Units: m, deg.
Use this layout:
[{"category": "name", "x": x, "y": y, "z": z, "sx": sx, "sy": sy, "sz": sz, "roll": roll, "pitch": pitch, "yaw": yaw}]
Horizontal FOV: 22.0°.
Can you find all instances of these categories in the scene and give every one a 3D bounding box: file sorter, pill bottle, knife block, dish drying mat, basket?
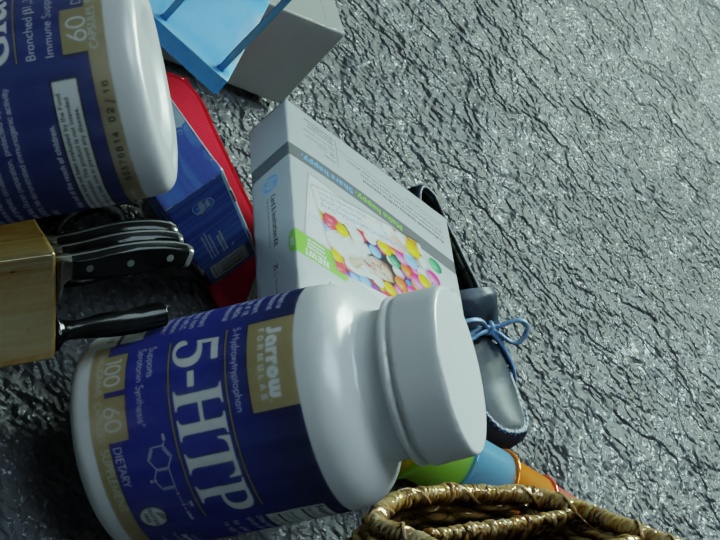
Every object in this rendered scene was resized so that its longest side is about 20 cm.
[{"category": "file sorter", "x": -0.113, "y": -0.241, "z": 1.141, "sx": 0.200, "sy": 0.123, "sz": 0.139, "roll": 41, "pitch": 27, "yaw": -13}, {"category": "pill bottle", "x": -0.041, "y": 0.073, "z": 0.977, "sx": 0.120, "sy": 0.199, "sz": 0.121, "roll": -14, "pitch": 90, "yaw": -75}, {"category": "pill bottle", "x": -0.194, "y": -0.074, "z": 0.884, "sx": 0.111, "sy": 0.198, "sz": 0.112, "roll": -11, "pitch": 90, "yaw": -89}, {"category": "knife block", "x": -0.188, "y": 0.012, "z": 0.927, "sx": 0.174, "sy": 0.064, "sz": 0.200, "roll": 13, "pitch": 29, "yaw": 14}, {"category": "dish drying mat", "x": -0.102, "y": -0.050, "z": 1.223, "sx": 0.077, "sy": 0.018, "sz": 0.201, "roll": 0, "pitch": 57, "yaw": -49}, {"category": "basket", "x": 0.084, "y": 0.173, "z": 1.086, "sx": 0.199, "sy": 0.149, "sz": 0.143, "roll": 2, "pitch": 45, "yaw": -50}]

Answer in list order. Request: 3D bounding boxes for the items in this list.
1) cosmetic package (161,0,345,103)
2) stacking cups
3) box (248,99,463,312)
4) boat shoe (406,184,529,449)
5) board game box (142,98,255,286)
[{"category": "cosmetic package", "x": -0.117, "y": -0.206, "z": 1.302, "sx": 0.199, "sy": 0.090, "sz": 0.107, "roll": 14, "pitch": 45, "yaw": -39}, {"category": "stacking cups", "x": 0.076, "y": 0.132, "z": 1.214, "sx": 0.199, "sy": 0.060, "sz": 0.061, "roll": 30, "pitch": 37, "yaw": -29}, {"category": "box", "x": 0.000, "y": 0.000, "z": 1.170, "sx": 0.156, "sy": 0.041, "sz": 0.201, "roll": 35, "pitch": 30, "yaw": -29}, {"category": "boat shoe", "x": 0.063, "y": 0.031, "z": 1.294, "sx": 0.084, "sy": 0.069, "sz": 0.201, "roll": -12, "pitch": 66, "yaw": -54}, {"category": "board game box", "x": -0.141, "y": -0.098, "z": 1.091, "sx": 0.200, "sy": 0.043, "sz": 0.200, "roll": 54, "pitch": -6, "yaw": 12}]
